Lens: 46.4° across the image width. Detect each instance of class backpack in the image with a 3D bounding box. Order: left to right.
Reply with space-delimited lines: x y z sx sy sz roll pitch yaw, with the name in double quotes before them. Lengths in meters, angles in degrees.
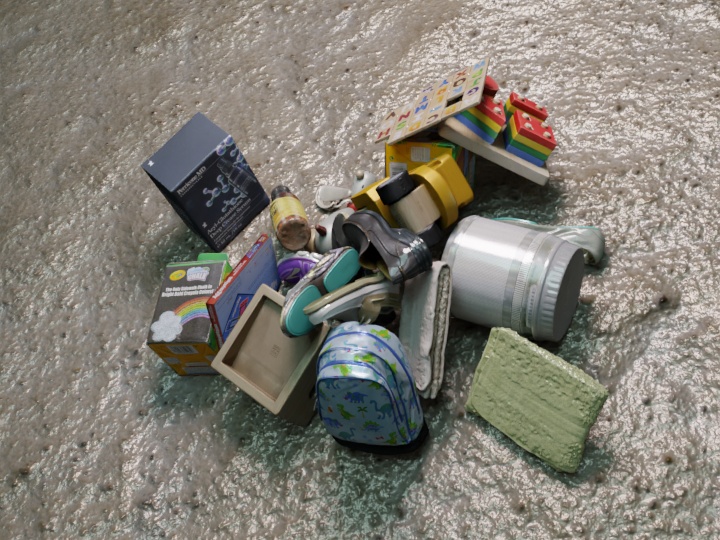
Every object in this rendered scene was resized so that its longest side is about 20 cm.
"backpack" 0.007 0.171 1.221 0.160 0.204 0.154 6 25 21

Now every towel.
"towel" 0.092 0.083 1.274 0.034 0.132 0.204 4 94 -20
"towel" 0.249 0.182 1.213 0.199 0.036 0.151 30 109 33

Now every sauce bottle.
"sauce bottle" -0.131 -0.100 1.509 0.065 0.067 0.200 -28 26 0

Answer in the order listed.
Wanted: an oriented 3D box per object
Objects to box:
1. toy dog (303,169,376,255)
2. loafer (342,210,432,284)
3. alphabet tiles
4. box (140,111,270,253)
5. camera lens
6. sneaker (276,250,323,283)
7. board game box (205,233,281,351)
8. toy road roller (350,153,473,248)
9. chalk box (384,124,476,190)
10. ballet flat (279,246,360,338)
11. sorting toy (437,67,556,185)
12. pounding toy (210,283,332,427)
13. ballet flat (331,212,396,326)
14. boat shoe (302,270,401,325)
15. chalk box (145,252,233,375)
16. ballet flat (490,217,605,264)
"toy dog" -0.039 -0.104 1.495 0.129 0.097 0.203 -5 58 16
"loafer" 0.022 -0.036 1.268 0.072 0.074 0.199 -35 31 -19
"alphabet tiles" 0.114 -0.269 1.364 0.198 0.008 0.168 -21 29 28
"box" -0.281 -0.160 1.552 0.149 0.201 0.107 -45 55 -12
"camera lens" 0.225 0.012 1.290 0.197 0.161 0.162 16 65 27
"sneaker" -0.062 0.024 1.438 0.197 0.081 0.085 13 70 25
"board game box" -0.193 0.036 1.414 0.019 0.104 0.201 6 37 23
"toy road roller" 0.088 -0.104 1.333 0.145 0.124 0.199 -35 9 -22
"chalk box" 0.131 -0.187 1.447 0.122 0.127 0.200 9 27 21
"ballet flat" -0.073 0.035 1.294 0.071 0.073 0.200 18 45 28
"sorting toy" 0.230 -0.255 1.405 0.196 0.070 0.201 24 33 -11
"pounding toy" -0.094 0.131 1.361 0.183 0.142 0.202 29 83 30
"ballet flat" 0.000 0.000 1.382 0.056 0.066 0.203 -11 76 -38
"boat shoe" -0.002 0.051 1.261 0.074 0.199 0.069 -20 91 44
"chalk box" -0.269 0.064 1.457 0.123 0.124 0.203 -3 57 19
"ballet flat" 0.293 -0.044 1.361 0.197 0.067 0.065 7 68 23
